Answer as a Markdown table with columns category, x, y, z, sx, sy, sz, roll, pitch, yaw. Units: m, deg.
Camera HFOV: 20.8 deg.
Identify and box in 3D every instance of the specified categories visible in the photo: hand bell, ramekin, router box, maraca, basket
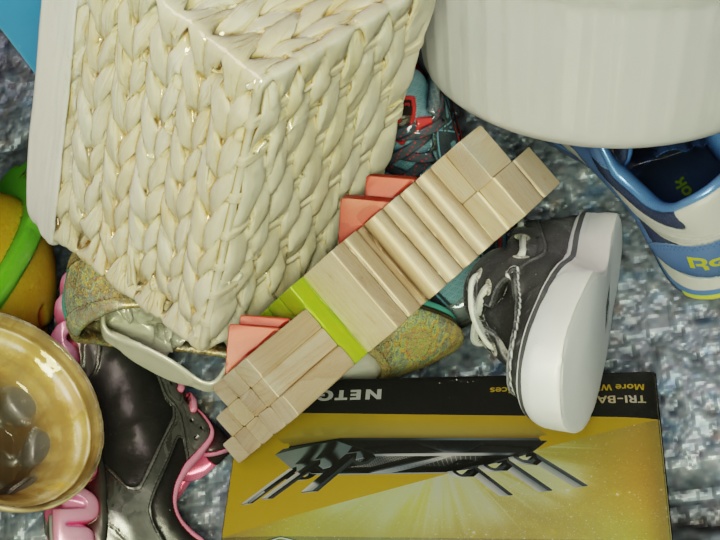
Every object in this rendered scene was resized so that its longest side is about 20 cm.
| category | x | y | z | sx | sy | sz | roll | pitch | yaw |
| --- | --- | --- | --- | --- | --- | --- | --- | --- | --- |
| hand bell | -0.220 | 0.113 | 0.964 | 0.200 | 0.104 | 0.104 | -41 | 51 | 41 |
| ramekin | 0.118 | -0.140 | 0.936 | 0.200 | 0.098 | 0.201 | 0 | 34 | 0 |
| router box | 0.039 | 0.117 | 0.885 | 0.200 | 0.052 | 0.157 | -2 | 38 | 5 |
| maraca | -0.207 | 0.006 | 1.029 | 0.200 | 0.107 | 0.137 | -56 | 27 | -15 |
| basket | -0.059 | -0.080 | 0.892 | 0.123 | 0.200 | 0.136 | 40 | 52 | 19 |

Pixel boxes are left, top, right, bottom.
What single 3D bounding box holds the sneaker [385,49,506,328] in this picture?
| category | x | y | z | sx | sy | sz | roll | pitch | yaw |
| --- | --- | --- | --- | --- | --- | --- | --- | --- | --- |
| sneaker | 0.015 | -0.066 | 0.995 | 0.079 | 0.096 | 0.200 | -20 | 77 | 7 |

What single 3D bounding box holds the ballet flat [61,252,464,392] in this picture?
| category | x | y | z | sx | sy | sz | roll | pitch | yaw |
| --- | --- | --- | --- | --- | --- | --- | --- | --- | --- |
| ballet flat | -0.051 | 0.033 | 0.968 | 0.200 | 0.071 | 0.071 | 14 | 68 | -1 |

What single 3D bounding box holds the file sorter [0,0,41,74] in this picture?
| category | x | y | z | sx | sy | sz | roll | pitch | yaw |
| --- | --- | --- | --- | --- | --- | --- | --- | --- | --- |
| file sorter | -0.138 | -0.191 | 1.055 | 0.139 | 0.200 | 0.123 | -26 | 58 | 3 |

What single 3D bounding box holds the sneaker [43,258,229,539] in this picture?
| category | x | y | z | sx | sy | sz | roll | pitch | yaw |
| --- | --- | --- | --- | --- | --- | --- | --- | --- | --- |
| sneaker | -0.114 | 0.075 | 1.003 | 0.095 | 0.079 | 0.200 | 0 | 64 | -8 |

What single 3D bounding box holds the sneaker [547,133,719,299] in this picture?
| category | x | y | z | sx | sy | sz | roll | pitch | yaw |
| --- | --- | --- | --- | --- | --- | --- | --- | --- | --- |
| sneaker | 0.135 | -0.078 | 0.986 | 0.074 | 0.082 | 0.200 | -38 | 58 | -2 |

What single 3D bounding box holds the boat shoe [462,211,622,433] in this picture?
| category | x | y | z | sx | sy | sz | roll | pitch | yaw |
| --- | --- | --- | --- | --- | --- | --- | --- | --- | --- |
| boat shoe | 0.080 | 0.017 | 0.908 | 0.068 | 0.072 | 0.200 | 3 | 22 | 11 |

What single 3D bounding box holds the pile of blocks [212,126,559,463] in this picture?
| category | x | y | z | sx | sy | sz | roll | pitch | yaw |
| --- | --- | --- | --- | --- | --- | --- | --- | --- | --- |
| pile of blocks | 0.000 | 0.000 | 0.907 | 0.200 | 0.082 | 0.062 | -40 | 89 | -19 |
